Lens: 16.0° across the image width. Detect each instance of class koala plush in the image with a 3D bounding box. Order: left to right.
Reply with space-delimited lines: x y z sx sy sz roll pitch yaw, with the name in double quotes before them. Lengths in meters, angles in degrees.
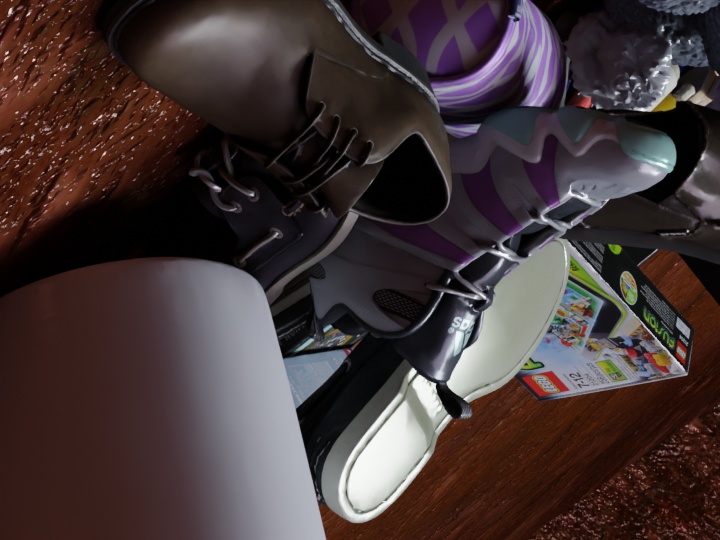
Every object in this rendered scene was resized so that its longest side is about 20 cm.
"koala plush" 0.196 -0.156 1.342 0.200 0.184 0.178 -9 -136 58

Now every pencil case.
"pencil case" 0.050 -0.114 1.239 0.083 0.086 0.200 -3 172 10

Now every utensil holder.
"utensil holder" -0.100 0.117 1.209 0.169 0.201 0.170 -11 157 -5

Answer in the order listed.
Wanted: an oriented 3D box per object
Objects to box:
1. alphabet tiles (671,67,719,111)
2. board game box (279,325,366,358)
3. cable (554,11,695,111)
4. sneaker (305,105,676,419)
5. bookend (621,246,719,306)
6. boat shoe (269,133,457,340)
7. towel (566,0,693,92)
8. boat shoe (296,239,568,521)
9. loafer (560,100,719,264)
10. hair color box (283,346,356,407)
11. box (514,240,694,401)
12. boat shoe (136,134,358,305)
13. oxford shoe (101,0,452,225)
"alphabet tiles" 0.165 -0.080 1.586 0.195 0.015 0.200 -17 -152 38
"board game box" -0.064 0.064 1.589 0.200 0.028 0.135 -38 169 27
"cable" 0.117 -0.065 1.416 0.050 0.097 0.201 3 -129 44
"sneaker" 0.059 0.000 1.220 0.199 0.141 0.078 -5 168 35
"bookend" 0.212 -0.023 1.716 0.198 0.200 0.092 -38 176 -8
"boat shoe" -0.001 -0.001 1.364 0.199 0.066 0.074 -39 -153 -15
"towel" 0.140 -0.126 1.534 0.200 0.050 0.148 -37 161 -7
"boat shoe" 0.030 0.043 1.314 0.200 0.066 0.075 -50 139 -24
"loafer" 0.175 -0.046 1.290 0.198 0.074 0.071 0 157 -4
"hair color box" -0.049 0.101 1.550 0.099 0.061 0.200 -35 171 15
"box" 0.103 0.005 1.524 0.110 0.200 0.035 -13 -132 35
"boat shoe" -0.054 -0.032 1.230 0.062 0.073 0.200 -3 152 -29
"oxford shoe" -0.024 -0.070 1.062 0.073 0.085 0.199 -40 143 26
